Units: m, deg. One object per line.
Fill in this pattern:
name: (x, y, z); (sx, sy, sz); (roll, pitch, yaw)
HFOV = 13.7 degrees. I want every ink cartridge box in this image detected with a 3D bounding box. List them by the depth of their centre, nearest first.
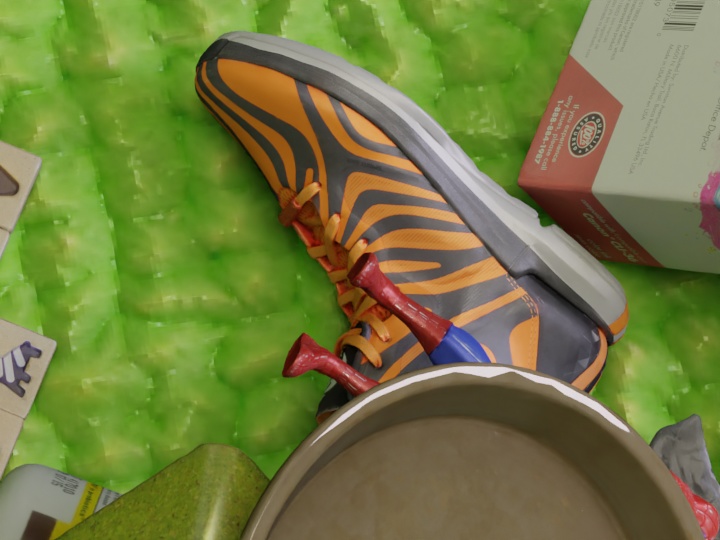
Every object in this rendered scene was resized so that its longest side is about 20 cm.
ink cartridge box: (0.172, -0.059, 1.137); (0.067, 0.199, 0.117); (41, 66, -43)

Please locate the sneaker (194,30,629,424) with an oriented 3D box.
sneaker: (0.000, 0.000, 1.149); (0.200, 0.078, 0.112); (36, 71, 2)

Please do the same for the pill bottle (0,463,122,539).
pill bottle: (-0.052, 0.152, 1.080); (0.199, 0.109, 0.110); (20, 72, -3)

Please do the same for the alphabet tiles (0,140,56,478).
alphabet tiles: (-0.205, 0.026, 1.146); (0.166, 0.008, 0.201); (22, 73, -2)

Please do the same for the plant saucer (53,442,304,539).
plant saucer: (-0.065, 0.187, 1.011); (0.199, 0.048, 0.200); (-33, 107, 19)

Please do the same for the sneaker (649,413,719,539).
sneaker: (0.144, 0.164, 1.135); (0.104, 0.060, 0.200); (-35, 79, -12)

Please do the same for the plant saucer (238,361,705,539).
plant saucer: (0.035, 0.131, 0.981); (0.199, 0.029, 0.202); (3, 84, -30)

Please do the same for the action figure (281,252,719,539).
action figure: (0.066, 0.080, 1.072); (0.200, 0.099, 0.065); (36, 98, -7)
